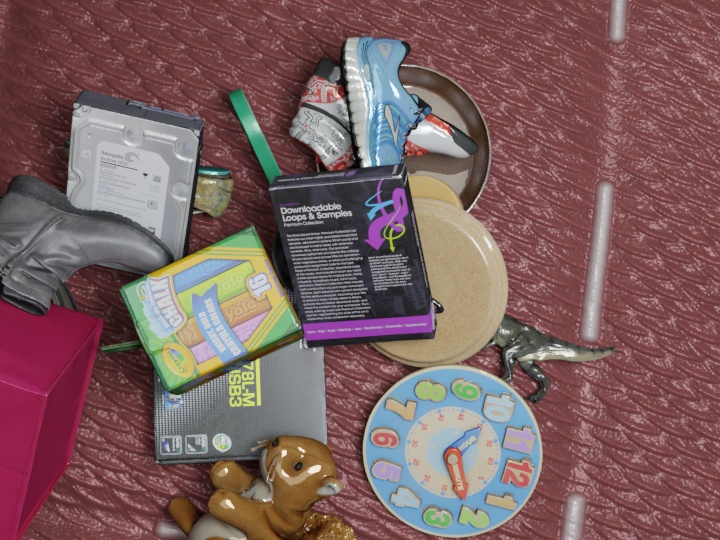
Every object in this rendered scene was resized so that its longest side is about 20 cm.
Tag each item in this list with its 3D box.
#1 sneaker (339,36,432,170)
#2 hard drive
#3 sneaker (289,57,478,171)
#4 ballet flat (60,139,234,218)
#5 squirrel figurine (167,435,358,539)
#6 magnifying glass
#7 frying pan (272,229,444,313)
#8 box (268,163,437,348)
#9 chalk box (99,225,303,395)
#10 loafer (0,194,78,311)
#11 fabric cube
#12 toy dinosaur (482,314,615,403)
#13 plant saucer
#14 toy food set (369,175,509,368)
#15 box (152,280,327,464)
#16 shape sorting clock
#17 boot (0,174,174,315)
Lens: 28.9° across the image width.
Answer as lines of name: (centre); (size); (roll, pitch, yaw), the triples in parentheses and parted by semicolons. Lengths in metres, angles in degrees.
sneaker: (0.035, -0.150, 1.471); (0.090, 0.078, 0.201); (-9, 99, -3)
hard drive: (-0.249, -0.088, 1.520); (0.139, 0.038, 0.200); (13, 124, -1)
sneaker: (0.021, -0.143, 1.544); (0.201, 0.067, 0.108); (27, 97, -5)
ballet flat: (-0.243, -0.098, 1.567); (0.199, 0.071, 0.071); (11, 86, 0)
squirrel figurine: (-0.081, 0.274, 1.505); (0.187, 0.142, 0.200); (-45, 105, 4)
magnifying glass: (-0.098, -0.111, 1.570); (0.022, 0.080, 0.201); (-24, 97, -3)
frying pan: (-0.001, -0.016, 1.513); (0.189, 0.031, 0.115); (3, 110, 7)
box: (-0.005, -0.013, 1.469); (0.142, 0.036, 0.201); (-4, 122, 14)
chalk box: (-0.175, 0.055, 1.480); (0.200, 0.125, 0.124); (-26, 85, -3)
loafer: (-0.380, -0.010, 1.555); (0.072, 0.063, 0.200); (-35, 88, -3)
fabric cube: (-0.406, 0.140, 1.452); (0.199, 0.196, 0.201); (18, 111, 0)
toy dinosaur: (0.184, 0.098, 1.572); (0.199, 0.047, 0.088); (17, 79, -3)
plant saucer: (0.048, -0.133, 1.589); (0.199, 0.034, 0.201); (0, 86, -2)
toy food set: (0.066, 0.012, 1.541); (0.200, 0.049, 0.198); (46, 113, 3)
box: (-0.134, 0.113, 1.561); (0.192, 0.048, 0.201); (-2, 86, 0)
shape sorting clock: (0.101, 0.202, 1.544); (0.199, 0.039, 0.201); (1, 103, 2)
boot: (-0.309, -0.004, 1.475); (0.199, 0.070, 0.132); (22, 61, -1)
